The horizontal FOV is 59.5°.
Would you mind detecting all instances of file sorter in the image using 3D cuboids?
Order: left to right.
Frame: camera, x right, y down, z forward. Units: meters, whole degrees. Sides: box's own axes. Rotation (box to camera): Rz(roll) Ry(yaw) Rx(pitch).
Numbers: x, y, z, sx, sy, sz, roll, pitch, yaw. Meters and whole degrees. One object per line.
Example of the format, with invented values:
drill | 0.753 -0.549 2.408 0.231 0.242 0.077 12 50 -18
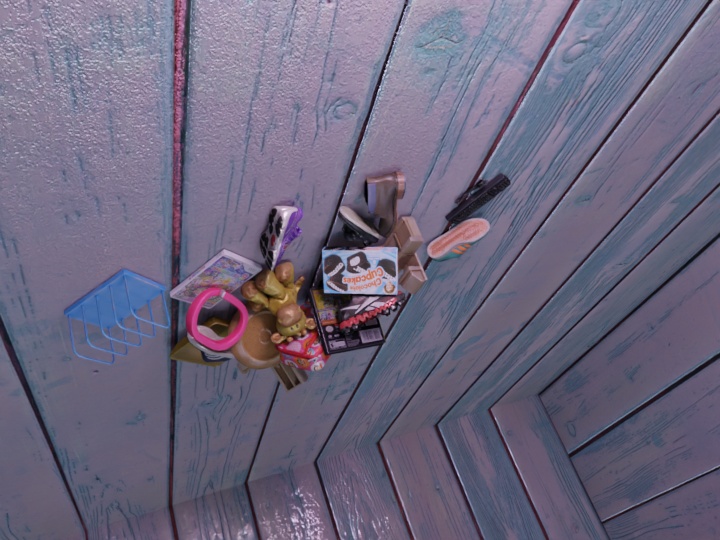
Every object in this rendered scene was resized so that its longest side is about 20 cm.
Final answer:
file sorter | -0.571 0.117 1.488 0.197 0.125 0.138 -31 151 15

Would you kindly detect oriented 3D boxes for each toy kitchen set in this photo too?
toy kitchen set | -0.229 0.279 1.887 0.161 0.183 0.200 -32 -177 18
toy kitchen set | 0.060 -0.014 1.679 0.177 0.166 0.201 -3 146 -32

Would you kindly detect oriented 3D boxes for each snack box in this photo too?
snack box | 0.000 0.000 1.637 0.194 0.037 0.119 1 109 7

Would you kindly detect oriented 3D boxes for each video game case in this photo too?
video game case | -0.366 0.026 1.598 0.198 0.018 0.142 -35 149 19
video game case | -0.037 0.129 1.731 0.196 0.185 0.025 -5 160 -36

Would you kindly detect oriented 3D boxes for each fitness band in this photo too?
fitness band | -0.368 0.129 1.629 0.146 0.037 0.200 -59 146 -10

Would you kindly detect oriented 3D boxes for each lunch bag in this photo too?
lunch bag | -0.124 0.184 1.747 0.172 0.201 0.083 10 135 26

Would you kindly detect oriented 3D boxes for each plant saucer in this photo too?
plant saucer | -0.422 0.199 1.820 0.198 0.049 0.199 -35 151 20
plant saucer | -0.271 0.180 1.763 0.196 0.206 0.035 -6 -172 -29

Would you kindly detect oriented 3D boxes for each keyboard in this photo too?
keyboard | 0.316 -0.197 1.728 0.199 0.021 0.126 -39 148 25

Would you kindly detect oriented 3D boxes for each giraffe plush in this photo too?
giraffe plush | -0.206 0.102 1.680 0.170 0.165 0.200 -31 154 10

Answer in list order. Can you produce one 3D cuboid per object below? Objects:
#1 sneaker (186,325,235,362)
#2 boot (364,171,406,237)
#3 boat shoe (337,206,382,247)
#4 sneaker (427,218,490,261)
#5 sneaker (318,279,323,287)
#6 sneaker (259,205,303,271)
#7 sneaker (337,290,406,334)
sneaker | -0.418 0.212 1.719 0.083 0.076 0.200 -24 149 19
boot | 0.044 -0.160 1.546 0.094 0.076 0.203 -3 137 -15
boat shoe | -0.012 -0.101 1.587 0.066 0.075 0.198 -43 157 13
sneaker | 0.293 -0.088 1.852 0.197 0.073 0.080 -26 157 16
sneaker | -0.077 0.072 1.849 0.102 0.061 0.202 -6 144 -23
sneaker | -0.183 -0.074 1.505 0.082 0.082 0.201 -10 149 -33
sneaker | 0.023 0.089 1.671 0.197 0.100 0.071 -25 165 4
